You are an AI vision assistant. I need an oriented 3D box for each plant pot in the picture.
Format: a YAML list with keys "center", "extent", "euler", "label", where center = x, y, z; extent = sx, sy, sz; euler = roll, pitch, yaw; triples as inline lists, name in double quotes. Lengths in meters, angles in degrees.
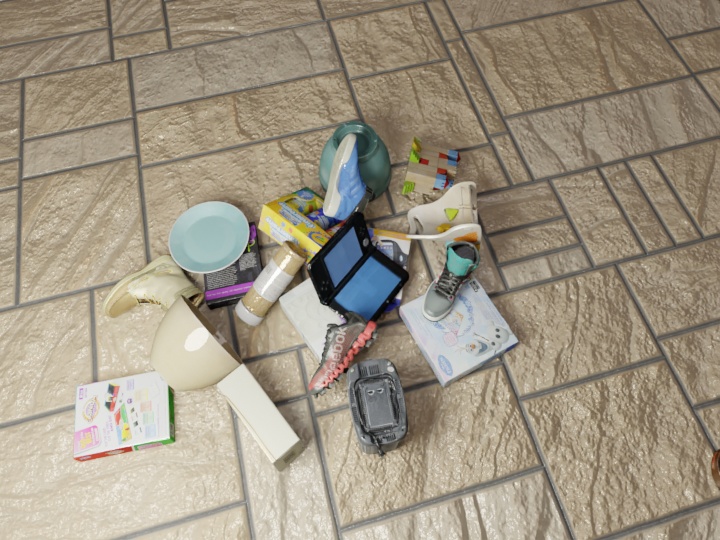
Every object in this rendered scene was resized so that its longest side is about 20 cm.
- center: [-0.359, 0.171, 1.191]
  extent: [0.134, 0.201, 0.200]
  euler: [-41, 69, -10]
  label: "plant pot"
- center: [-0.014, -0.293, 1.464]
  extent: [0.195, 0.135, 0.204]
  euler: [0, 62, 0]
  label: "plant pot"

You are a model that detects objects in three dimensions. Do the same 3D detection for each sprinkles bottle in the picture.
- center: [-0.200, 0.029, 1.276]
  extent: [0.068, 0.068, 0.201]
  euler: [44, 104, 21]
  label: "sprinkles bottle"

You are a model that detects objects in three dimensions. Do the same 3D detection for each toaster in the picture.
- center: [0.035, 0.289, 1.156]
  extent: [0.111, 0.130, 0.204]
  euler: [-10, 62, -5]
  label: "toaster"

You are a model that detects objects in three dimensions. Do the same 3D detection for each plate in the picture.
- center: [-0.363, -0.078, 1.374]
  extent: [0.195, 0.026, 0.204]
  euler: [-1, 62, 1]
  label: "plate"

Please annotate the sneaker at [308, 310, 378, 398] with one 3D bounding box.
- center: [-0.052, 0.168, 1.187]
  extent: [0.097, 0.071, 0.201]
  euler: [40, 77, 2]
  label: "sneaker"

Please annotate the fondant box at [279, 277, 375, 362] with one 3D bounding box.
- center: [-0.073, 0.109, 1.293]
  extent: [0.143, 0.059, 0.201]
  euler: [-33, 68, -16]
  label: "fondant box"

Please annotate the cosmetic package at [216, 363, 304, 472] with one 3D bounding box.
- center: [-0.203, 0.302, 1.166]
  extent: [0.073, 0.104, 0.200]
  euler: [-37, 67, -18]
  label: "cosmetic package"

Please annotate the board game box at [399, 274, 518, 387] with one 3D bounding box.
- center: [0.219, 0.129, 1.290]
  extent: [0.196, 0.044, 0.202]
  euler: [-24, 64, -14]
  label: "board game box"

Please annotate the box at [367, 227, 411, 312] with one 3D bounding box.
- center: [0.052, -0.002, 1.363]
  extent: [0.116, 0.042, 0.204]
  euler: [9, 60, 4]
  label: "box"

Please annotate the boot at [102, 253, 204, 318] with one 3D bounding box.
- center: [-0.474, 0.071, 1.305]
  extent: [0.199, 0.073, 0.155]
  euler: [-39, 66, -24]
  label: "boot"

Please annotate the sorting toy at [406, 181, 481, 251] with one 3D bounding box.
- center: [0.199, -0.117, 1.383]
  extent: [0.176, 0.109, 0.202]
  euler: [-2, 37, 10]
  label: "sorting toy"

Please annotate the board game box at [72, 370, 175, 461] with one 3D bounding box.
- center: [-0.497, 0.303, 1.200]
  extent: [0.195, 0.041, 0.156]
  euler: [-10, 62, -5]
  label: "board game box"

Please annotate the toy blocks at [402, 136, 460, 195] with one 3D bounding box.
- center: [0.188, -0.259, 1.464]
  extent: [0.134, 0.101, 0.202]
  euler: [13, 43, 1]
  label: "toy blocks"

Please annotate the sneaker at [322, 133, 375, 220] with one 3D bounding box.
- center: [-0.013, -0.215, 1.358]
  extent: [0.109, 0.076, 0.205]
  euler: [16, 83, -23]
  label: "sneaker"

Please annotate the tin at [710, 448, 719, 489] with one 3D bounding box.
- center: [0.807, 0.424, 1.137]
  extent: [0.197, 0.042, 0.113]
  euler: [24, 68, 12]
  label: "tin"

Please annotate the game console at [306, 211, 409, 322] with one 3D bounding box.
- center: [0.000, 0.000, 1.264]
  extent: [0.117, 0.174, 0.201]
  euler: [16, 51, 36]
  label: "game console"

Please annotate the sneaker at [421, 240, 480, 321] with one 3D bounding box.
- center: [0.204, 0.011, 1.260]
  extent: [0.083, 0.122, 0.201]
  euler: [28, 64, 16]
  label: "sneaker"

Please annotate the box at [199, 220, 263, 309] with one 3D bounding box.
- center: [-0.308, -0.016, 1.373]
  extent: [0.140, 0.036, 0.204]
  euler: [-11, 64, -5]
  label: "box"

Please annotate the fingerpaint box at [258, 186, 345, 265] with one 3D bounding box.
- center: [-0.115, -0.102, 1.358]
  extent: [0.199, 0.074, 0.166]
  euler: [37, 39, 18]
  label: "fingerpaint box"
